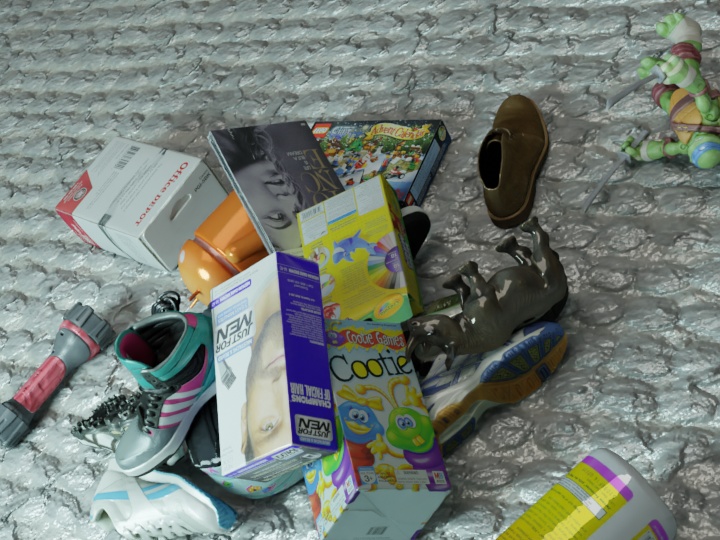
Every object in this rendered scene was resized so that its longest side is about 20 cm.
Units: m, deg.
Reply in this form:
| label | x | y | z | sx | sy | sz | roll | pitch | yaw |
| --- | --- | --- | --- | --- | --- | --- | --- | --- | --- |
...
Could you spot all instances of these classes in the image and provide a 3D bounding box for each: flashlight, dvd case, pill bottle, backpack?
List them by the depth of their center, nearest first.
| label | x | y | z | sx | sy | sz | roll | pitch | yaw |
| --- | --- | --- | --- | --- | --- | --- | --- | --- | --- |
| pill bottle | 0.176 | 0.258 | 1.129 | 0.200 | 0.104 | 0.104 | -40 | 43 | -7 |
| backpack | -0.125 | 0.146 | 1.399 | 0.167 | 0.127 | 0.201 | -34 | 42 | 18 |
| dvd case | -0.082 | -0.095 | 1.540 | 0.016 | 0.148 | 0.201 | -49 | 62 | 44 |
| flashlight | -0.398 | 0.134 | 1.618 | 0.068 | 0.068 | 0.200 | 16 | 60 | 46 |

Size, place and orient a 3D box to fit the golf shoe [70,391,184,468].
| label | x | y | z | sx | sy | sz | roll | pitch | yaw |
| --- | --- | --- | --- | --- | --- | --- | --- | --- | --- |
| golf shoe | -0.270 | 0.196 | 1.482 | 0.078 | 0.095 | 0.200 | -41 | 15 | -28 |

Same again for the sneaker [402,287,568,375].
| label | x | y | z | sx | sy | sz | roll | pitch | yaw |
| --- | --- | --- | --- | --- | --- | --- | --- | --- | --- |
| sneaker | 0.127 | 0.038 | 1.391 | 0.199 | 0.077 | 0.089 | -20 | 28 | 8 |

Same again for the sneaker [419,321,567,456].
| label | x | y | z | sx | sy | sz | roll | pitch | yaw |
| --- | --- | --- | --- | --- | --- | --- | --- | --- | --- |
| sneaker | 0.118 | 0.104 | 1.326 | 0.200 | 0.075 | 0.088 | -34 | 42 | -2 |

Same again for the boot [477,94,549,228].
| label | x | y | z | sx | sy | sz | roll | pitch | yaw |
| --- | --- | --- | --- | --- | --- | --- | --- | --- | --- |
| boot | 0.178 | -0.150 | 1.522 | 0.073 | 0.076 | 0.201 | -11 | 46 | 25 |

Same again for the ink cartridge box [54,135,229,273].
| label | x | y | z | sx | sy | sz | roll | pitch | yaw |
| --- | --- | --- | --- | --- | --- | --- | --- | --- | --- |
| ink cartridge box | -0.299 | -0.093 | 1.752 | 0.199 | 0.083 | 0.147 | 18 | 63 | 41 |

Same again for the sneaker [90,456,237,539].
| label | x | y | z | sx | sy | sz | roll | pitch | yaw |
| --- | --- | --- | --- | --- | --- | --- | --- | --- | --- |
| sneaker | -0.214 | 0.265 | 1.391 | 0.199 | 0.076 | 0.081 | 5 | 63 | 42 |

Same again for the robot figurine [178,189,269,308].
| label | x | y | z | sx | sy | sz | roll | pitch | yaw |
| --- | --- | --- | --- | --- | --- | --- | --- | --- | --- |
| robot figurine | -0.144 | -0.031 | 1.574 | 0.200 | 0.117 | 0.144 | -48 | 43 | -10 |

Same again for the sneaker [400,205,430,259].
| label | x | y | z | sx | sy | sz | roll | pitch | yaw |
| --- | --- | --- | --- | --- | --- | --- | --- | --- | --- |
| sneaker | 0.028 | 0.025 | 1.463 | 0.200 | 0.073 | 0.112 | -45 | 47 | -1 |

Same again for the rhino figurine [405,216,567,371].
| label | x | y | z | sx | sy | sz | roll | pitch | yaw |
| --- | --- | --- | --- | --- | --- | --- | --- | --- | --- |
| rhino figurine | 0.125 | 0.035 | 1.291 | 0.200 | 0.060 | 0.088 | -35 | 81 | -16 |

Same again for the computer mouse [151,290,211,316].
| label | x | y | z | sx | sy | sz | roll | pitch | yaw |
| --- | --- | --- | --- | --- | --- | --- | --- | --- | --- |
| computer mouse | -0.152 | 0.080 | 1.498 | 0.199 | 0.141 | 0.046 | -3 | 47 | -24 |

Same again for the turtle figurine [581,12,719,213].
| label | x | y | z | sx | sy | sz | roll | pitch | yaw |
| --- | --- | --- | --- | --- | --- | --- | --- | --- | --- |
| turtle figurine | 0.326 | -0.193 | 1.421 | 0.199 | 0.144 | 0.195 | -11 | 43 | 17 |

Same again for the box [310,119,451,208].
| label | x | y | z | sx | sy | sz | roll | pitch | yaw |
| --- | --- | --- | --- | --- | --- | --- | --- | --- | --- |
| box | 0.003 | -0.131 | 1.637 | 0.199 | 0.038 | 0.137 | 3 | 54 | 33 |

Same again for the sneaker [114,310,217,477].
| label | x | y | z | sx | sy | sz | roll | pitch | yaw |
| --- | --- | --- | --- | --- | --- | --- | --- | --- | --- |
| sneaker | -0.215 | 0.119 | 1.315 | 0.200 | 0.121 | 0.084 | -51 | 42 | 6 |

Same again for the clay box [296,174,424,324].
| label | x | y | z | sx | sy | sz | roll | pitch | yaw |
| --- | --- | --- | --- | --- | --- | --- | --- | --- | --- |
| clay box | 0.000 | 0.000 | 1.416 | 0.114 | 0.048 | 0.201 | -24 | 52 | 17 |

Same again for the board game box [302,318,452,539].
| label | x | y | z | sx | sy | sz | roll | pitch | yaw |
| --- | --- | --- | --- | --- | --- | --- | --- | --- | --- |
| board game box | 0.002 | 0.159 | 1.276 | 0.103 | 0.104 | 0.201 | -60 | 36 | 42 |

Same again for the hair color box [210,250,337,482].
| label | x | y | z | sx | sy | sz | roll | pitch | yaw |
| --- | --- | --- | --- | --- | --- | --- | --- | --- | --- |
| hair color box | -0.088 | 0.095 | 1.256 | 0.109 | 0.065 | 0.201 | -29 | 59 | 39 |
